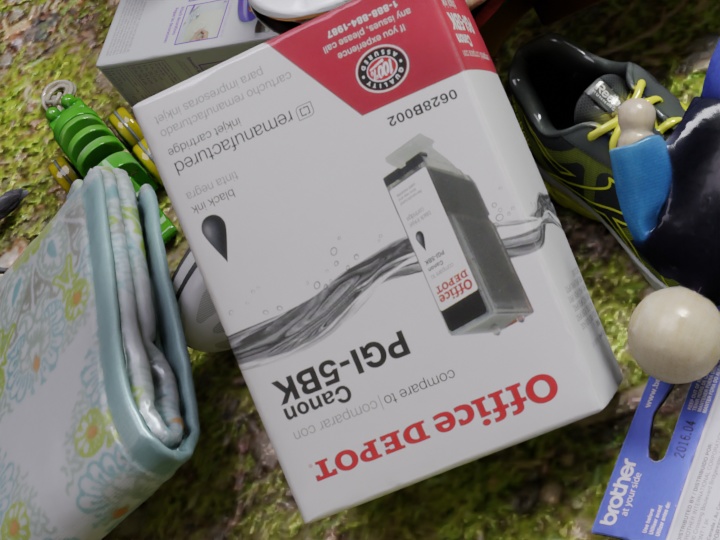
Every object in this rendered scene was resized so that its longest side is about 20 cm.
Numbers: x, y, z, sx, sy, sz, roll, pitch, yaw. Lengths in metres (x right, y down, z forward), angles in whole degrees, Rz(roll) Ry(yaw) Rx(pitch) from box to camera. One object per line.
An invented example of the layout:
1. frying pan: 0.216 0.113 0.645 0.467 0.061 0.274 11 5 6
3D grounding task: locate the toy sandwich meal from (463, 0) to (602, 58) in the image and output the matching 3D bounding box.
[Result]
1. toy sandwich meal: 0.110 -0.154 0.794 0.205 0.070 0.205 -36 8 6

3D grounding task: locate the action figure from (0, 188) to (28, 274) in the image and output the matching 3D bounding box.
1. action figure: -0.289 -0.055 0.983 0.119 0.102 0.200 -33 81 -34

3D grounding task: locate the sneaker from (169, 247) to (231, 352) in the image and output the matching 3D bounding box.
1. sneaker: 0.000 0.000 0.782 0.200 0.076 0.115 -32 44 2

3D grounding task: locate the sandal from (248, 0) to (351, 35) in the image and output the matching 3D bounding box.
1. sandal: -0.018 -0.164 0.862 0.079 0.059 0.207 -6 30 3

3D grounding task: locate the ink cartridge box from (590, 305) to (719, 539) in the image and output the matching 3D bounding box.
1. ink cartridge box: 0.203 0.080 0.623 0.200 0.042 0.120 9 62 32

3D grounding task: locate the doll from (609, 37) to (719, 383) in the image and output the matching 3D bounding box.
1. doll: 0.170 -0.042 0.657 0.136 0.048 0.200 31 77 -2

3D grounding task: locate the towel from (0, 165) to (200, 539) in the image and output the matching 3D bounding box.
1. towel: -0.156 0.063 0.814 0.171 0.048 0.200 -45 39 29

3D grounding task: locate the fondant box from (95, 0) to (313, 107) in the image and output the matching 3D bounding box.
1. fondant box: -0.048 -0.174 0.959 0.199 0.058 0.145 -6 54 29

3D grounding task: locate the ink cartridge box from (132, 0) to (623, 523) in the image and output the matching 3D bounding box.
1. ink cartridge box: 0.010 -0.009 0.700 0.146 0.083 0.200 -23 89 14

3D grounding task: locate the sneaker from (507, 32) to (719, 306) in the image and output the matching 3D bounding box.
1. sneaker: 0.133 -0.045 0.730 0.074 0.085 0.200 -48 46 -8

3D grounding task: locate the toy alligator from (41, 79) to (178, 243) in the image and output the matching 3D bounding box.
1. toy alligator: -0.166 -0.080 0.959 0.059 0.054 0.200 -40 46 -3
